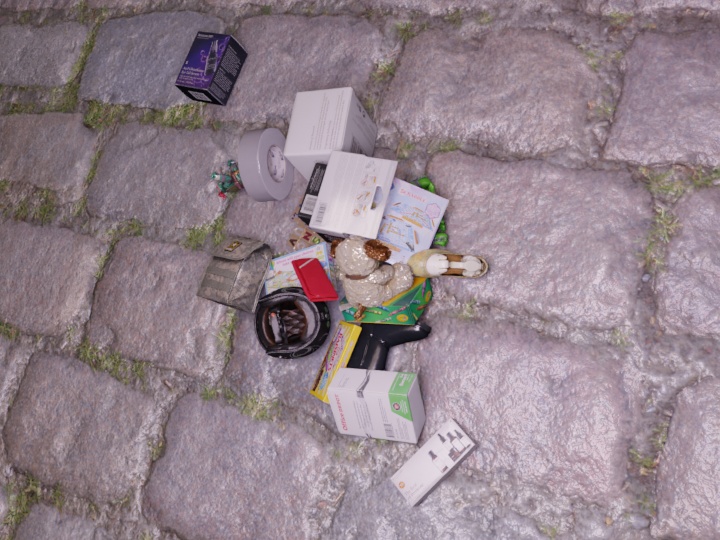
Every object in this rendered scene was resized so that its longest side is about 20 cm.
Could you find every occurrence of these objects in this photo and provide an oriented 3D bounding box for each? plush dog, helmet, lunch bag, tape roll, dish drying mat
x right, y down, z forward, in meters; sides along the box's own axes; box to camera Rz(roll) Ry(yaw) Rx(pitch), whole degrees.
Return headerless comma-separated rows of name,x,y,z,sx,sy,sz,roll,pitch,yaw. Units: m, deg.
plush dog,0.000,0.000,1.486,0.199,0.173,0.161,3,36,35
helmet,-0.175,0.132,1.631,0.198,0.191,0.202,0,85,-2
lunch bag,-0.341,-0.001,1.770,0.163,0.117,0.202,10,78,43
tape roll,-0.261,-0.294,1.800,0.066,0.200,0.202,-3,72,21
dish drying mat,-0.117,0.020,1.621,0.200,0.076,0.018,-123,37,-57

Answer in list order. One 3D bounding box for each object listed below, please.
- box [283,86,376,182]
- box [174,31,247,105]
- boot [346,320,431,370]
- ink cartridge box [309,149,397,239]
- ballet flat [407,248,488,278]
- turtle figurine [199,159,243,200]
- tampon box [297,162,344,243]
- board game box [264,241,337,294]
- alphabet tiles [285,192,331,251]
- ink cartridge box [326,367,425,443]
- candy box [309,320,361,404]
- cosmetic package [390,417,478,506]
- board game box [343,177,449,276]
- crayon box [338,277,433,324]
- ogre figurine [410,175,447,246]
box,-0.076,-0.349,1.737,0.170,0.199,0.202,1,71,23
box,-0.476,-0.646,2.065,0.147,0.104,0.202,15,80,27
boot,0.066,0.198,1.565,0.199,0.076,0.170,5,72,32
ink cartridge box,-0.013,-0.175,1.521,0.172,0.044,0.202,13,79,19
ballet flat,0.211,-0.014,1.523,0.198,0.071,0.071,3,70,-16
turtle figurine,-0.374,-0.286,1.910,0.199,0.101,0.150,-29,23,11
tampon box,-0.050,-0.161,1.660,0.125,0.200,0.151,15,79,21
board game box,-0.166,0.017,1.746,0.198,0.034,0.136,-17,69,20
alphabet tiles,-0.122,-0.139,1.799,0.166,0.008,0.201,28,86,28
ink cartridge box,0.038,0.310,1.497,0.198,0.147,0.084,2,32,24
candy box,-0.063,0.226,1.612,0.102,0.026,0.201,7,73,64
cosmetic package,0.166,0.434,1.461,0.200,0.051,0.083,-46,61,4
board game box,0.086,-0.116,1.567,0.199,0.041,0.201,24,86,2
crayon box,0.062,0.071,1.570,0.199,0.059,0.119,0,33,33
ogre figurine,0.143,-0.142,1.640,0.119,0.098,0.202,-14,84,0
